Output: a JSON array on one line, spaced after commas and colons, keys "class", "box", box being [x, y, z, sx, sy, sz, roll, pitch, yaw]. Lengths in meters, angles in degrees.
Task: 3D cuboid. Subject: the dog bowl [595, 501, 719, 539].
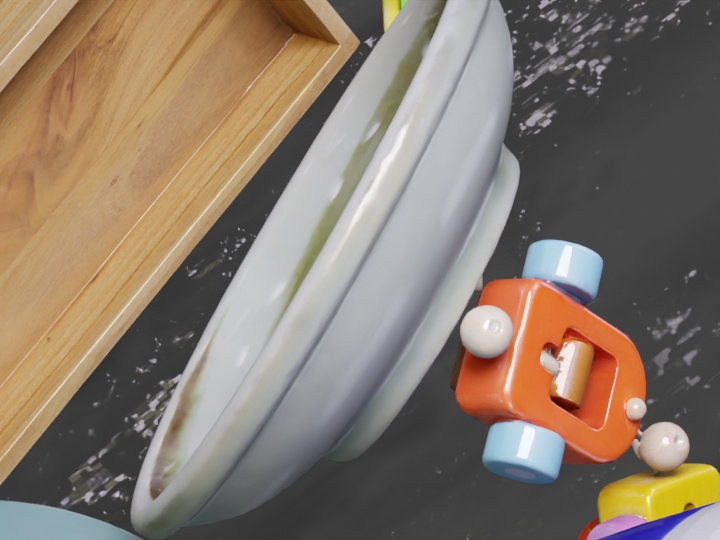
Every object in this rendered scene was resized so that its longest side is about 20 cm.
[{"class": "dog bowl", "box": [0.113, 0.162, 0.694, 0.079, 0.200, 0.200, -21, 64, 40]}]

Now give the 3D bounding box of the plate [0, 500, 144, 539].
[{"class": "plate", "box": [-0.115, 0.154, 0.770, 0.200, 0.026, 0.200, 4, 57, -6]}]

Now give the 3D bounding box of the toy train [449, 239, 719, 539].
[{"class": "toy train", "box": [0.053, 0.100, 0.763, 0.056, 0.150, 0.200, -2, 70, 43]}]

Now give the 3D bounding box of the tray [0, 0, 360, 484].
[{"class": "tray", "box": [-0.096, -0.034, 0.830, 0.200, 0.099, 0.037, -52, 36, -14]}]

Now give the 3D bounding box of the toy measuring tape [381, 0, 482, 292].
[{"class": "toy measuring tape", "box": [0.025, -0.095, 0.857, 0.074, 0.074, 0.200, -2, 70, 3]}]

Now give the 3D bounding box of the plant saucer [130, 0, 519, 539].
[{"class": "plant saucer", "box": [0.000, 0.000, 0.768, 0.050, 0.200, 0.200, 30, 74, -8]}]
